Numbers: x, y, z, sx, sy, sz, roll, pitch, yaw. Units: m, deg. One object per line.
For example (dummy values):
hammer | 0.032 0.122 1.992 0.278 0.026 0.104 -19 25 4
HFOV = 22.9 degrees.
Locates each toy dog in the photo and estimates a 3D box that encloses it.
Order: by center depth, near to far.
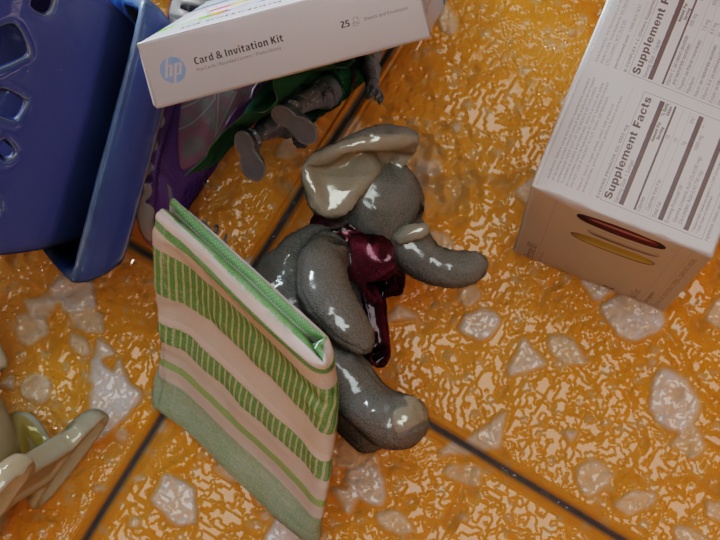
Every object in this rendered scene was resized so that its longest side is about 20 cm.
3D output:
toy dog | -0.290 0.091 1.124 0.200 0.140 0.194 42 120 7

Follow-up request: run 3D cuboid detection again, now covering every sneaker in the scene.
sneaker | -0.095 -0.108 1.170 0.088 0.080 0.200 13 80 -3

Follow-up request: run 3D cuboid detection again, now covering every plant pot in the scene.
plant pot | -0.221 -0.101 1.087 0.180 0.200 0.200 14 94 -19

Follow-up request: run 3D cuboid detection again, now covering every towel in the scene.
towel | -0.073 0.065 1.067 0.153 0.200 0.023 40 57 22

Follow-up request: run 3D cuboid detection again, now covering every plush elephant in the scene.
plush elephant | 0.000 0.000 1.099 0.200 0.165 0.155 43 81 6

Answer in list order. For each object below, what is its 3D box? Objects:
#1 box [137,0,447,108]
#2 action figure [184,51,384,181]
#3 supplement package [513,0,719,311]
box | -0.031 -0.145 1.029 0.156 0.200 0.041 -13 104 10
action figure | -0.026 -0.113 1.117 0.118 0.200 0.055 -30 100 26
supplement package | 0.175 -0.078 1.088 0.111 0.200 0.156 22 81 6
